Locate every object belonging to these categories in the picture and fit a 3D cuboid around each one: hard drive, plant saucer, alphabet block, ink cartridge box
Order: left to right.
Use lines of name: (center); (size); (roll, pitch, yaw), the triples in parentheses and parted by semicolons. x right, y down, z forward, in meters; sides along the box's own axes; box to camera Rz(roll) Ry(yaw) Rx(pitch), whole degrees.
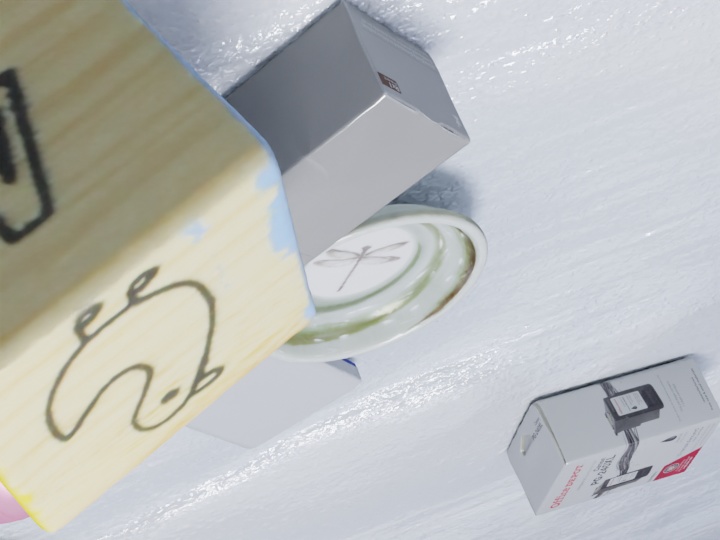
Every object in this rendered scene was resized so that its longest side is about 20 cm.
alphabet block: (-0.166, -0.016, 0.800); (0.200, 0.196, 0.196); (-39, 154, -14)
hard drive: (-0.101, 0.096, 1.279); (0.131, 0.025, 0.200); (-32, 151, 17)
plant saucer: (0.000, 0.000, 1.161); (0.199, 0.050, 0.201); (-17, 151, -10)
ink cartridge box: (0.279, 0.186, 1.653); (0.199, 0.084, 0.146); (-14, 151, -17)

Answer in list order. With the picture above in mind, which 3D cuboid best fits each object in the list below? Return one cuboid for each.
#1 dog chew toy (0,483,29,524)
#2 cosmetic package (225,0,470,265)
dog chew toy: (-0.298, 0.130, 1.051); (0.199, 0.125, 0.125); (-20, 153, 14)
cosmetic package: (-0.041, -0.073, 0.972); (0.200, 0.091, 0.107); (-37, 149, 20)
